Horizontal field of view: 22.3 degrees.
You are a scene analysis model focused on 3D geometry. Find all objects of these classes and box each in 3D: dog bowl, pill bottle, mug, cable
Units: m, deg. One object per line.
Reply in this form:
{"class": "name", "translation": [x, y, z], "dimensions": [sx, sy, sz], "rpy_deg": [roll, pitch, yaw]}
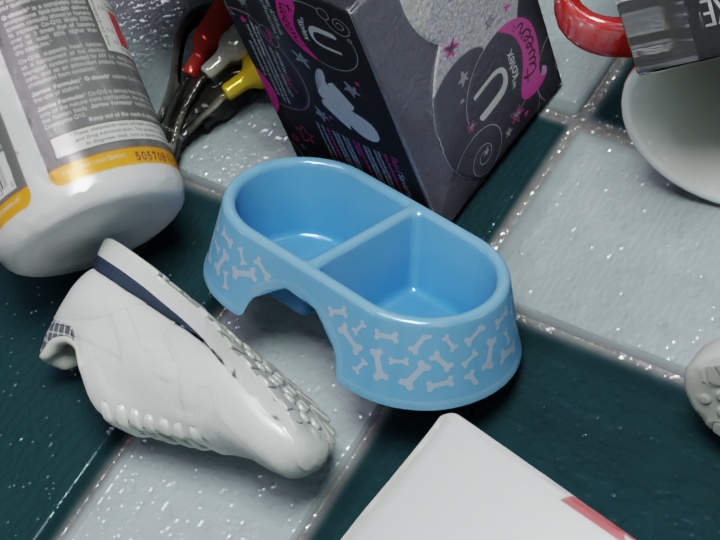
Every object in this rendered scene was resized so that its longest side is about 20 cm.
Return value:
{"class": "dog bowl", "translation": [0.000, 0.000, 0.986], "dimensions": [0.199, 0.050, 0.111], "rpy_deg": [31, 44, 34]}
{"class": "pill bottle", "translation": [-0.186, -0.108, 1.048], "dimensions": [0.116, 0.116, 0.201], "rpy_deg": [-23, 76, 2]}
{"class": "mug", "translation": [0.215, -0.163, 0.987], "dimensions": [0.133, 0.177, 0.201], "rpy_deg": [-32, 28, 54]}
{"class": "cable", "translation": [-0.112, -0.103, 1.121], "dimensions": [0.097, 0.050, 0.200], "rpy_deg": [34, 72, 27]}

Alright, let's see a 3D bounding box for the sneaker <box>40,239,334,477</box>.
{"class": "sneaker", "translation": [-0.095, 0.064, 0.989], "dimensions": [0.200, 0.076, 0.081], "rpy_deg": [35, 83, 39]}

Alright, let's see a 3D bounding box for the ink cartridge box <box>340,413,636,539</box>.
{"class": "ink cartridge box", "translation": [0.089, 0.168, 0.775], "dimensions": [0.146, 0.200, 0.083], "rpy_deg": [33, 75, 34]}

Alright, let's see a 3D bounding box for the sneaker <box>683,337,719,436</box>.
{"class": "sneaker", "translation": [0.258, 0.038, 0.896], "dimensions": [0.198, 0.077, 0.081], "rpy_deg": [-6, 43, 9]}

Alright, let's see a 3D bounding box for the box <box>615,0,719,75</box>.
{"class": "box", "translation": [0.204, -0.196, 0.923], "dimensions": [0.156, 0.050, 0.201], "rpy_deg": [-13, 43, 15]}

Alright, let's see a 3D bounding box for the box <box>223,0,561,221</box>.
{"class": "box", "translation": [0.019, -0.140, 1.009], "dimensions": [0.114, 0.200, 0.132], "rpy_deg": [29, 69, 31]}
